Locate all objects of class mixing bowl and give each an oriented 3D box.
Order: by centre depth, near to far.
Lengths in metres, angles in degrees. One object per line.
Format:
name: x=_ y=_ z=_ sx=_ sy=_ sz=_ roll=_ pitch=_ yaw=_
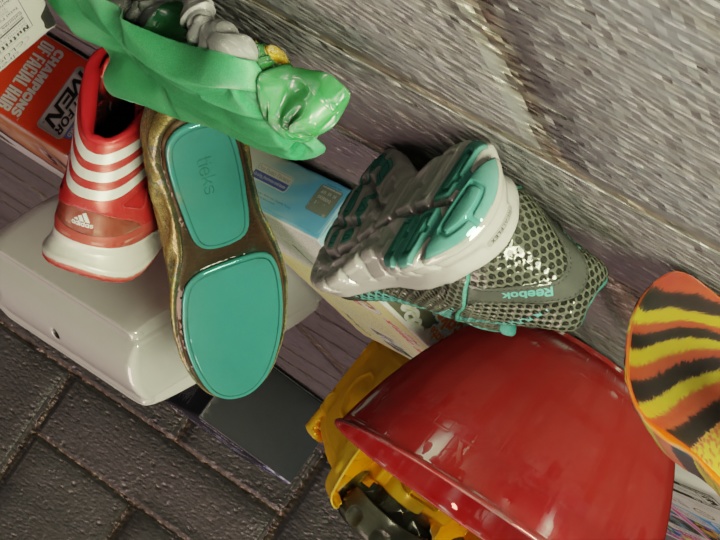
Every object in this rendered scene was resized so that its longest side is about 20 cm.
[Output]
mixing bowl: x=0.096 y=0.095 z=1.034 sx=0.200 sy=0.109 sz=0.200 roll=33 pitch=171 yaw=6

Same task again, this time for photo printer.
photo printer: x=-0.145 y=-0.003 z=1.259 sx=0.200 sy=0.166 sz=0.070 roll=28 pitch=136 yaw=42

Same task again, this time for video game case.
video game case: x=0.205 y=0.142 z=1.165 sx=0.182 sy=0.024 sz=0.200 roll=40 pitch=169 yaw=-34

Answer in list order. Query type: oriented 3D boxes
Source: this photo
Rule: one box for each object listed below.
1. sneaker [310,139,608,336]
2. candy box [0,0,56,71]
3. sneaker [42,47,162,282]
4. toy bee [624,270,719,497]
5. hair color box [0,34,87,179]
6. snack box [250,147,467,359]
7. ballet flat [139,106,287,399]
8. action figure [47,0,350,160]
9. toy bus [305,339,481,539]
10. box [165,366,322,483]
sneaker: x=0.041 y=-0.003 z=0.837 sx=0.091 sy=0.078 sz=0.200 roll=33 pitch=174 yaw=-16
candy box: x=-0.221 y=-0.171 z=0.791 sx=0.168 sy=0.072 sz=0.200 roll=48 pitch=173 yaw=9
sneaker: x=-0.118 y=-0.076 z=1.086 sx=0.078 sy=0.116 sz=0.200 roll=16 pitch=-158 yaw=0
toy bee: x=0.168 y=0.084 z=0.705 sx=0.200 sy=0.109 sz=0.131 roll=24 pitch=165 yaw=51
hair color box: x=-0.232 y=-0.125 z=1.235 sx=0.200 sy=0.064 sz=0.111 roll=31 pitch=170 yaw=19
snack box: x=0.000 y=0.000 z=1.115 sx=0.116 sy=0.037 sz=0.200 roll=28 pitch=168 yaw=43
ballet flat: x=-0.081 y=-0.021 z=1.034 sx=0.071 sy=0.071 sz=0.201 roll=28 pitch=141 yaw=36
action figure: x=-0.066 y=-0.091 z=0.815 sx=0.118 sy=0.055 sz=0.200 roll=44 pitch=171 yaw=-39
toy bus: x=0.060 y=0.131 z=1.351 sx=0.200 sy=0.136 sz=0.192 roll=36 pitch=-175 yaw=-24
box: x=-0.142 y=0.167 z=2.348 sx=0.148 sy=0.107 sz=0.200 roll=38 pitch=170 yaw=-19
